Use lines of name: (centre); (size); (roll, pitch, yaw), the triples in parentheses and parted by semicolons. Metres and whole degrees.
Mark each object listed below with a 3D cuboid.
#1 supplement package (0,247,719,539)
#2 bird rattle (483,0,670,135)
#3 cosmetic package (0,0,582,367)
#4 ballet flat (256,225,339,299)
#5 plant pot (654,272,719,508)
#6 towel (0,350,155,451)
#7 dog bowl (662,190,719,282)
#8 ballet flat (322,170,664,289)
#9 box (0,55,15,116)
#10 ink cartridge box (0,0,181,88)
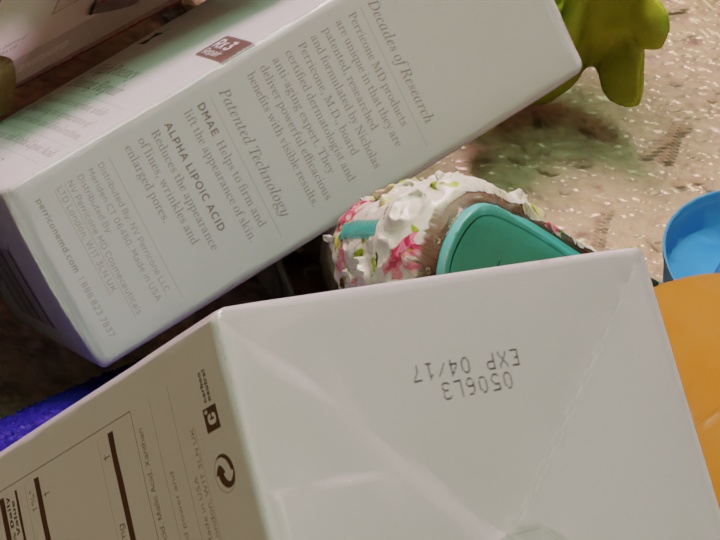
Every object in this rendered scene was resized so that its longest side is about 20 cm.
supplement package: (-0.016, 0.087, 0.623); (0.121, 0.200, 0.120); (-8, 77, -33)
bird rattle: (0.046, -0.157, 1.041); (0.163, 0.201, 0.112); (0, 7, 38)
cosmetic package: (-0.036, -0.053, 0.874); (0.200, 0.074, 0.102); (-34, 20, -16)
ballet flat: (0.000, 0.000, 0.908); (0.067, 0.064, 0.200); (1, 36, -16)
plant pot: (0.131, 0.091, 0.730); (0.199, 0.201, 0.183); (-1, 21, -18)
towel: (-0.078, 0.088, 0.773); (0.200, 0.050, 0.148); (-24, 49, -40)
dog bowl: (0.203, 0.026, 0.946); (0.199, 0.050, 0.112); (7, 35, -7)
ballet flat: (0.063, 0.025, 0.832); (0.064, 0.200, 0.076); (9, 66, 47)
box: (-0.229, -0.058, 0.827); (0.163, 0.021, 0.200); (18, 23, 18)
ink cartridge box: (-0.057, -0.137, 0.992); (0.045, 0.199, 0.177); (46, 38, -30)
